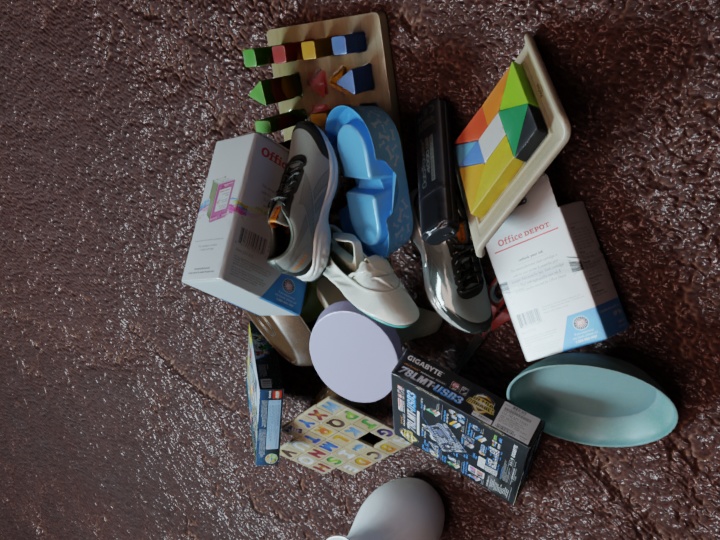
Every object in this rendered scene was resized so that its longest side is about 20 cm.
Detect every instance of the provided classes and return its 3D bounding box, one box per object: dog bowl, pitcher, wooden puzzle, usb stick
[{"bbox_3d":[0.014,-0.111,1.102,0.111,0.049,0.202,15,119,55],"label":"dog bowl"},{"bbox_3d":[0.037,0.410,1.288,0.120,0.199,0.173,19,119,31],"label":"pitcher"},{"bbox_3d":[0.159,-0.145,1.003,0.186,0.037,0.201,-97,28,-46],"label":"wooden puzzle"},{"bbox_3d":[0.092,-0.122,1.068,0.055,0.032,0.202,-35,45,43],"label":"usb stick"}]

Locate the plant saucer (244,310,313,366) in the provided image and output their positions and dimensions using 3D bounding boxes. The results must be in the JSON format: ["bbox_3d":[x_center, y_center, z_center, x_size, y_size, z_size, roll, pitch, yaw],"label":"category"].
[{"bbox_3d":[-0.131,0.068,1.295,0.200,0.034,0.201,46,161,20],"label":"plant saucer"}]

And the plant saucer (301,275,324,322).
[{"bbox_3d":[-0.128,-0.007,1.367,0.199,0.031,0.202,16,117,33],"label":"plant saucer"}]

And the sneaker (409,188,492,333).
[{"bbox_3d":[0.118,-0.015,1.113,0.079,0.073,0.202,-22,90,61],"label":"sneaker"}]

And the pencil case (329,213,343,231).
[{"bbox_3d":[-0.080,-0.054,1.255,0.198,0.078,0.091,4,86,24],"label":"pencil case"}]

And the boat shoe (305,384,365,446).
[{"bbox_3d":[-0.046,0.227,1.379,0.200,0.071,0.069,-53,45,45],"label":"boat shoe"}]

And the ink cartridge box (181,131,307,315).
[{"bbox_3d":[-0.132,-0.058,1.146,0.084,0.144,0.202,-3,68,42],"label":"ink cartridge box"}]

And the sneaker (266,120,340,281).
[{"bbox_3d":[-0.077,-0.091,1.096,0.074,0.079,0.203,-7,77,49],"label":"sneaker"}]

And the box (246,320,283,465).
[{"bbox_3d":[-0.152,0.187,1.376,0.200,0.037,0.138,-112,24,-61],"label":"box"}]

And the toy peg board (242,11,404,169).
[{"bbox_3d":[-0.059,-0.228,1.179,0.198,0.098,0.202,4,110,38],"label":"toy peg board"}]

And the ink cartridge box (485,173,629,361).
[{"bbox_3d":[0.225,-0.006,1.050,0.115,0.068,0.202,-23,84,41],"label":"ink cartridge box"}]

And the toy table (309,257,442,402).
[{"bbox_3d":[0.011,0.079,1.199,0.182,0.118,0.201,24,141,1],"label":"toy table"}]

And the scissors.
[{"bbox_3d":[0.166,0.069,1.176,0.073,0.014,0.200,53,132,8],"label":"scissors"}]

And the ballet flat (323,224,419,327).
[{"bbox_3d":[0.000,0.000,1.086,0.200,0.069,0.070,37,129,45],"label":"ballet flat"}]

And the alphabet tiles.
[{"bbox_3d":[-0.039,0.263,1.348,0.166,0.008,0.200,29,136,-25],"label":"alphabet tiles"}]

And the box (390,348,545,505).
[{"bbox_3d":[0.135,0.209,1.162,0.197,0.050,0.201,28,152,21],"label":"box"}]

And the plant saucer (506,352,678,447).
[{"bbox_3d":[0.276,0.150,1.050,0.198,0.036,0.201,13,148,8],"label":"plant saucer"}]
